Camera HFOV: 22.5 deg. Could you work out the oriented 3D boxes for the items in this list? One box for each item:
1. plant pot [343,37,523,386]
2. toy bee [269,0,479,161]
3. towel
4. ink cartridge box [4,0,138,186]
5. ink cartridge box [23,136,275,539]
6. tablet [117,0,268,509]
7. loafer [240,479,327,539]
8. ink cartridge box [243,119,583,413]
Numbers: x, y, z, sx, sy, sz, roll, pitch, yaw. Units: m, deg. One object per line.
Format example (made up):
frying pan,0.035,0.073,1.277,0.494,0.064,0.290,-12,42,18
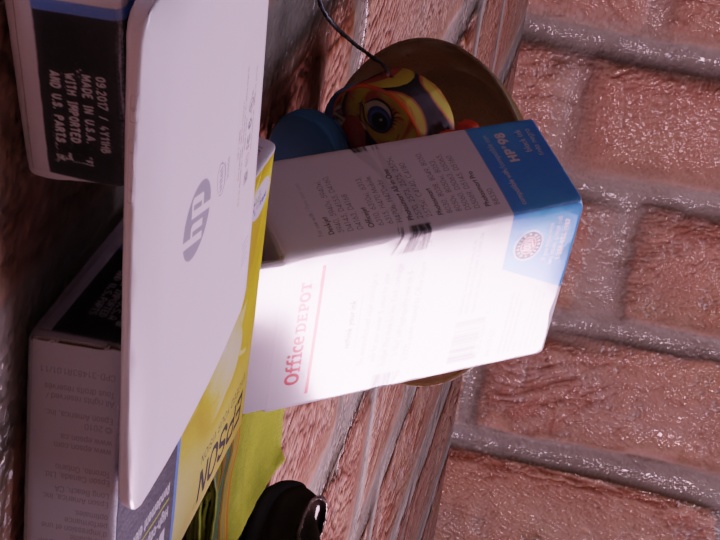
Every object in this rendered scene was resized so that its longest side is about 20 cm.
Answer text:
plant pot,0.040,-0.034,1.058,0.027,0.200,0.202,0,106,-39
toy bee,0.006,-0.062,0.958,0.131,0.108,0.201,-46,147,-30
towel,-0.067,0.115,1.050,0.200,0.018,0.087,-61,162,-68
ink cartridge box,-0.061,-0.163,0.560,0.199,0.043,0.201,93,10,-49
ink cartridge box,-0.086,0.070,0.737,0.198,0.047,0.201,-66,163,-62
tablet,-0.054,-0.030,0.613,0.130,0.014,0.201,-66,166,-51
loafer,-0.046,0.202,1.130,0.200,0.071,0.073,-64,164,-63
ink cartridge box,0.000,0.000,0.906,0.116,0.199,0.067,100,-28,-46
